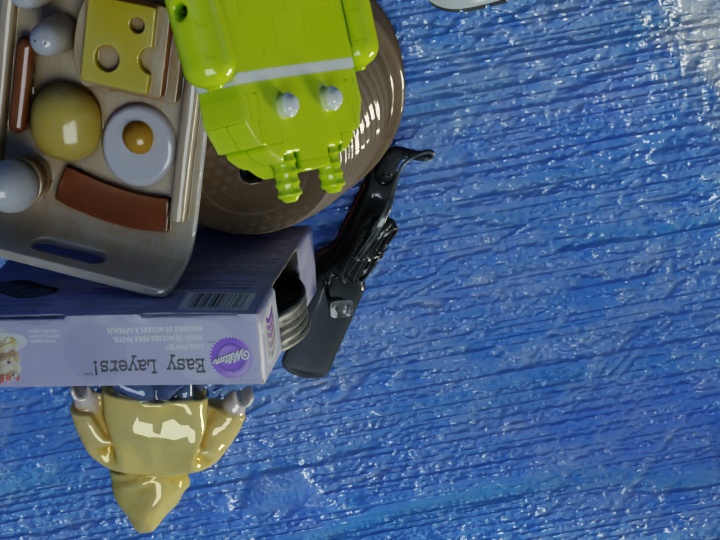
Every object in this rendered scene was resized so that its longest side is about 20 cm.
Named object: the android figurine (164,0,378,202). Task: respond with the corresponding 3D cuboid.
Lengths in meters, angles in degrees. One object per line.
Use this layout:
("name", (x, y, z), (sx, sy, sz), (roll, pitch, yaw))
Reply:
("android figurine", (-0.051, -0.138, 1.614), (0.041, 0.201, 0.182), (-13, 179, 33))

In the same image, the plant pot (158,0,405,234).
("plant pot", (-0.068, -0.090, 1.728), (0.200, 0.093, 0.201), (-4, 132, -5))

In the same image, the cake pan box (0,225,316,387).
("cake pan box", (-0.131, 0.020, 1.736), (0.199, 0.184, 0.052), (-2, 109, 9))

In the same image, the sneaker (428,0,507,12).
("sneaker", (0.124, -0.217, 1.651), (0.199, 0.076, 0.088), (-15, 126, 6))

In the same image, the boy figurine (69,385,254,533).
("boy figurine", (-0.134, 0.096, 1.909), (0.124, 0.065, 0.200), (-2, 133, -6))

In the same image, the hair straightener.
("hair straightener", (0.000, 0.000, 1.828), (0.041, 0.077, 0.200), (18, 128, -20))

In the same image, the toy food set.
("toy food set", (-0.165, -0.096, 1.656), (0.143, 0.060, 0.201), (14, 110, 16))
